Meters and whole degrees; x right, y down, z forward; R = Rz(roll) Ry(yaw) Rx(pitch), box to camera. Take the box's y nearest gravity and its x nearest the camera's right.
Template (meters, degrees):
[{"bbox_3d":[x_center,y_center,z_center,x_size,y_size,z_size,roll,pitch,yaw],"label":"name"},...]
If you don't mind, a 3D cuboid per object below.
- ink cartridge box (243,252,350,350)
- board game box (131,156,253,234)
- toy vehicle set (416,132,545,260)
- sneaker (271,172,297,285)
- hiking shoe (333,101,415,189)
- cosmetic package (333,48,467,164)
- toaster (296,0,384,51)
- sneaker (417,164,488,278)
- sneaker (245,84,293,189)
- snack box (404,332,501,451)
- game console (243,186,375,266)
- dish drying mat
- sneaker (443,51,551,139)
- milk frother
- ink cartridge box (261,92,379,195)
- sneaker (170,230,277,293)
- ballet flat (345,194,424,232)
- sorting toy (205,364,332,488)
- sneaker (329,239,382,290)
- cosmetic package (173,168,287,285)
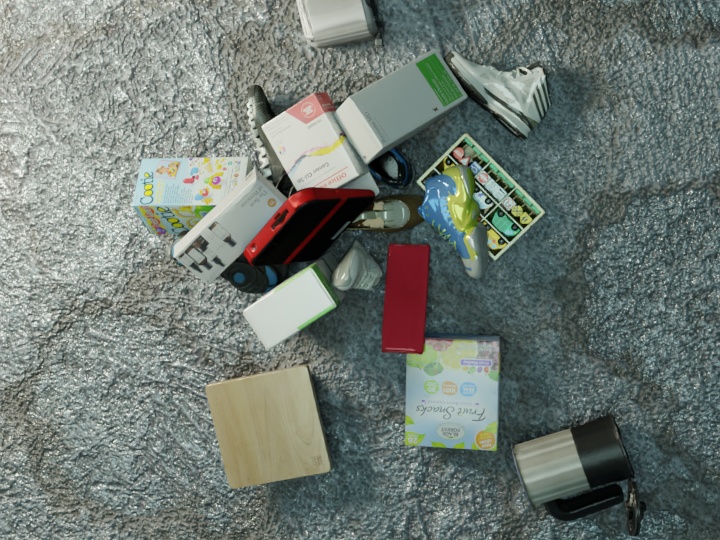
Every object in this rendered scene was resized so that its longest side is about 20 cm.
[{"bbox_3d":[-0.105,0.051,1.693,0.145,0.200,0.084,-33,92,11],"label":"ink cartridge box"},{"bbox_3d":[-0.292,-0.133,1.735,0.200,0.103,0.105,0,62,9],"label":"board game box"},{"bbox_3d":[0.213,-0.131,1.707,0.200,0.027,0.124,45,101,2],"label":"toy vehicle set"},{"bbox_3d":[-0.142,-0.072,1.746,0.060,0.104,0.200,18,138,15],"label":"sneaker"},{"bbox_3d":[0.020,-0.227,1.699,0.200,0.087,0.074,44,101,3],"label":"hiking shoe"},{"bbox_3d":[0.068,-0.279,1.639,0.200,0.085,0.108,-35,91,-26],"label":"cosmetic package"},{"bbox_3d":[-0.037,-0.467,1.672,0.129,0.114,0.200,-11,96,14],"label":"toaster"},{"bbox_3d":[0.160,-0.080,1.679,0.105,0.076,0.200,-9,88,23],"label":"sneaker"},{"bbox_3d":[-0.149,-0.240,1.739,0.090,0.066,0.200,-11,98,8],"label":"sneaker"},{"bbox_3d":[0.167,0.216,1.731,0.168,0.068,0.200,1,97,11],"label":"snack box"},{"bbox_3d":[-0.090,-0.075,1.640,0.200,0.177,0.031,-44,66,38],"label":"game console"},{"bbox_3d":[0.081,0.050,1.718,0.077,0.018,0.200,2,74,11],"label":"dish drying mat"},{"bbox_3d":[0.246,-0.333,1.667,0.200,0.076,0.115,41,92,-5],"label":"sneaker"},{"bbox_3d":[0.377,0.368,1.648,0.188,0.200,0.181,-21,96,11],"label":"milk frother"},{"bbox_3d":[-0.066,-0.191,1.658,0.116,0.067,0.200,-29,92,21],"label":"ink cartridge box"},{"bbox_3d":[-0.241,-0.023,1.732,0.200,0.082,0.073,24,107,-15],"label":"sneaker"},{"bbox_3d":[0.023,-0.100,1.719,0.200,0.072,0.068,0,96,9],"label":"ballet flat"},{"bbox_3d":[-0.164,0.285,1.793,0.199,0.070,0.200,-12,94,11],"label":"sorting toy"},{"bbox_3d":[0.000,0.000,1.672,0.080,0.200,0.070,38,105,-2],"label":"sneaker"},{"bbox_3d":[-0.220,-0.072,1.640,0.200,0.051,0.083,-43,116,11],"label":"cosmetic package"}]
